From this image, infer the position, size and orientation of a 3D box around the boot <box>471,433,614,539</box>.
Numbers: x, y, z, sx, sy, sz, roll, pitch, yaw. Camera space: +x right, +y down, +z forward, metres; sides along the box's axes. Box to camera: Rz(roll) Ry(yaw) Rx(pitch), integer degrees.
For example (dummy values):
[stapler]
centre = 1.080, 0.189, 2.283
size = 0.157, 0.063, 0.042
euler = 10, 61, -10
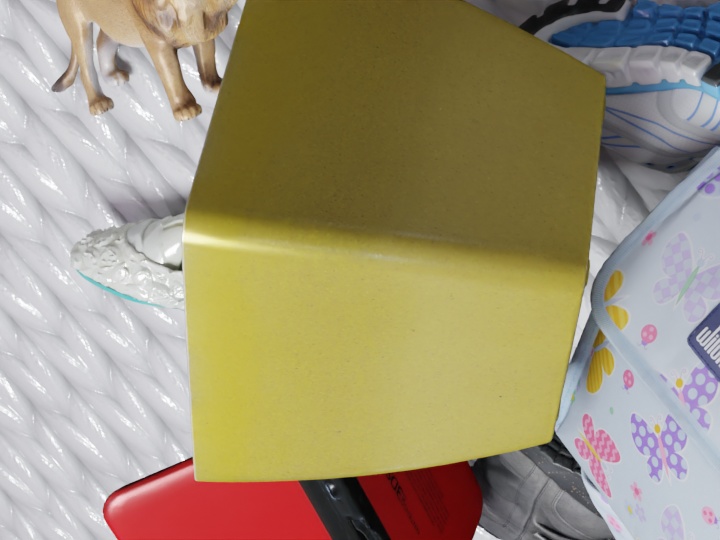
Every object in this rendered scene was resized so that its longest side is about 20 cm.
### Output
[boot]
centre = 0.085, 0.111, 1.128
size = 0.200, 0.070, 0.132
euler = 45, 144, 2

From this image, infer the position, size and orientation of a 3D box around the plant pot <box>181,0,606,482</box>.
[plant pot]
centre = 0.022, -0.018, 0.880
size = 0.175, 0.201, 0.200
euler = 8, 140, 4

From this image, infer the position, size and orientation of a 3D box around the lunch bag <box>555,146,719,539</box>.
[lunch bag]
centre = 0.189, 0.058, 0.857
size = 0.170, 0.127, 0.200
euler = 57, 146, 33

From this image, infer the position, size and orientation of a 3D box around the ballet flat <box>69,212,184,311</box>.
[ballet flat]
centre = -0.093, -0.002, 1.170
size = 0.199, 0.072, 0.072
euler = 20, 135, 14

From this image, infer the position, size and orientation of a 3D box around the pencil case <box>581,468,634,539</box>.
[pencil case]
centre = 0.201, 0.158, 1.044
size = 0.083, 0.091, 0.200
euler = 22, 150, 51

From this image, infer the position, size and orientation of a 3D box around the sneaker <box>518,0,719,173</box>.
[sneaker]
centre = 0.173, -0.086, 0.898
size = 0.199, 0.075, 0.087
euler = 11, 140, 38

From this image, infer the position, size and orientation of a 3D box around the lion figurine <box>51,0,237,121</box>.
[lion figurine]
centre = -0.135, -0.157, 1.060
size = 0.199, 0.072, 0.123
euler = 3, 119, 40

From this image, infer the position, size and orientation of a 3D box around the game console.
[game console]
centre = -0.030, 0.134, 1.045
size = 0.118, 0.173, 0.200
euler = -2, 133, 29
